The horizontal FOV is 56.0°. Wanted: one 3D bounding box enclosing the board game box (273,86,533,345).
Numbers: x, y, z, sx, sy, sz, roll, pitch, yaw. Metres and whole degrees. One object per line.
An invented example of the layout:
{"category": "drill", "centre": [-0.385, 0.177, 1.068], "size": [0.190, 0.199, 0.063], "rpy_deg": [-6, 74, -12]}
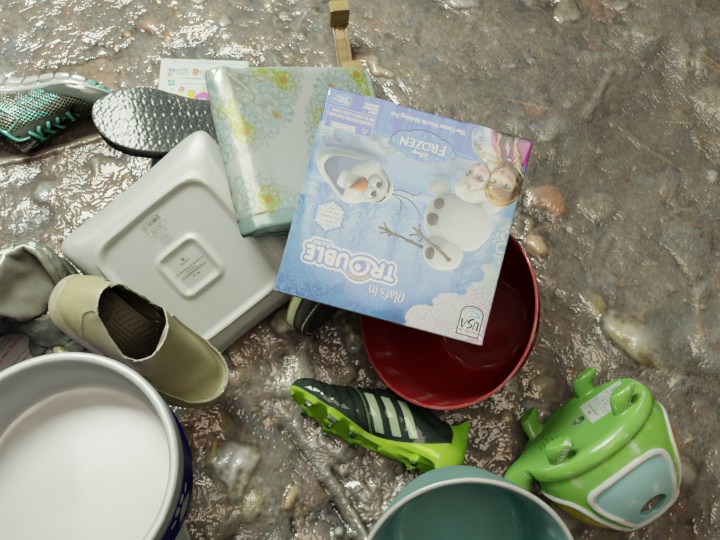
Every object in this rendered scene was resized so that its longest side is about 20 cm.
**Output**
{"category": "board game box", "centre": [0.041, -0.050, 0.640], "size": [0.199, 0.043, 0.200], "rpy_deg": [14, 87, 1]}

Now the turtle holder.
{"category": "turtle holder", "centre": [0.237, 0.200, 0.684], "size": [0.185, 0.141, 0.132], "rpy_deg": [-39, 94, -23]}

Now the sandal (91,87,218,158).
{"category": "sandal", "centre": [-0.179, -0.148, 0.720], "size": [0.200, 0.043, 0.076], "rpy_deg": [-1, 71, -17]}

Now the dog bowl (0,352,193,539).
{"category": "dog bowl", "centre": [-0.245, 0.175, 0.566], "size": [0.199, 0.079, 0.201], "rpy_deg": [1, 65, -2]}

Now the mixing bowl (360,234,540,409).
{"category": "mixing bowl", "centre": [0.110, 0.048, 0.723], "size": [0.200, 0.108, 0.201], "rpy_deg": [-8, 74, 31]}

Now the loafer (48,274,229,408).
{"category": "loafer", "centre": [-0.198, 0.074, 0.644], "size": [0.200, 0.068, 0.076], "rpy_deg": [40, 60, -35]}

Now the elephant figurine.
{"category": "elephant figurine", "centre": [-0.322, 0.033, 0.658], "size": [0.199, 0.155, 0.142], "rpy_deg": [-5, 34, -19]}

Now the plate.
{"category": "plate", "centre": [-0.176, -0.008, 0.704], "size": [0.199, 0.032, 0.200], "rpy_deg": [-37, 105, 7]}

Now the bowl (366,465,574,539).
{"category": "bowl", "centre": [0.096, 0.269, 0.644], "size": [0.200, 0.105, 0.201], "rpy_deg": [0, 99, 0]}

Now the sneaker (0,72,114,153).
{"category": "sneaker", "centre": [-0.391, -0.186, 0.819], "size": [0.199, 0.078, 0.091], "rpy_deg": [-1, 86, -1]}

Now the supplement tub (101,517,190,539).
{"category": "supplement tub", "centre": [-0.261, 0.288, 0.623], "size": [0.200, 0.123, 0.123], "rpy_deg": [-20, 73, -11]}

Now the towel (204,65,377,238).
{"category": "towel", "centre": [-0.053, -0.129, 0.714], "size": [0.200, 0.048, 0.172], "rpy_deg": [-11, 82, -34]}

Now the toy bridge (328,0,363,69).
{"category": "toy bridge", "centre": [-0.010, -0.239, 0.858], "size": [0.027, 0.067, 0.200], "rpy_deg": [-10, 73, -8]}

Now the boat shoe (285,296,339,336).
{"category": "boat shoe", "centre": [0.001, 0.000, 0.699], "size": [0.066, 0.072, 0.201], "rpy_deg": [44, 105, 19]}

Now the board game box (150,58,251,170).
{"category": "board game box", "centre": [-0.179, -0.130, 0.787], "size": [0.105, 0.103, 0.201], "rpy_deg": [1, 70, -5]}

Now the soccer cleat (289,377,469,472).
{"category": "soccer cleat", "centre": [0.022, 0.155, 0.728], "size": [0.200, 0.068, 0.081], "rpy_deg": [26, 58, 0]}

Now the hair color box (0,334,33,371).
{"category": "hair color box", "centre": [-0.355, 0.109, 0.712], "size": [0.200, 0.061, 0.102], "rpy_deg": [32, 70, 8]}
